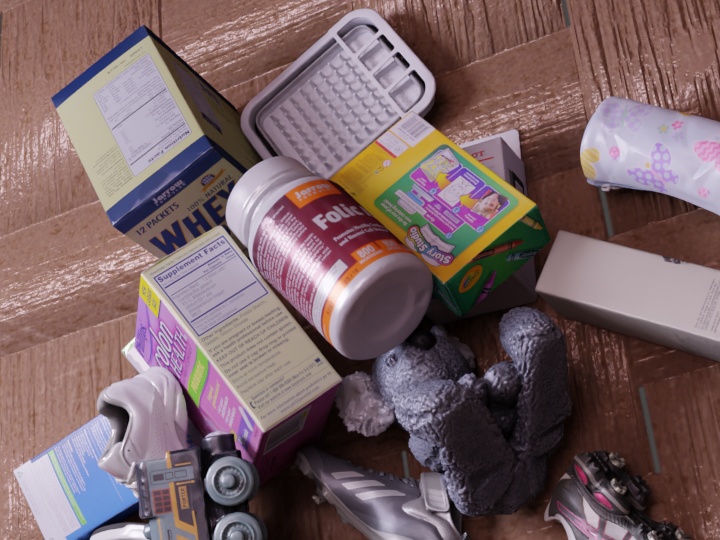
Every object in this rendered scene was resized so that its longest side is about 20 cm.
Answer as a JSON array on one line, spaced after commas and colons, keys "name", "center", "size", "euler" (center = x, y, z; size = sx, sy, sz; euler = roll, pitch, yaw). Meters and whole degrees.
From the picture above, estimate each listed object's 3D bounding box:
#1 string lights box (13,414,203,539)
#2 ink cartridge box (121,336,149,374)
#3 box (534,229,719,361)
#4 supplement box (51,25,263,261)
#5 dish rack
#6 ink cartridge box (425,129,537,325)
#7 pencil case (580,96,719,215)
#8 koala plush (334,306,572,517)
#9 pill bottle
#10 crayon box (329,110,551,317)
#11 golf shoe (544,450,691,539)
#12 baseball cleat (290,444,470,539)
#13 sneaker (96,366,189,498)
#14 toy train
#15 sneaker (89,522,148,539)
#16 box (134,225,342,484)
[{"name": "string lights box", "center": [-0.257, 0.205, 1.750], "size": [0.200, 0.059, 0.103], "euler": [-32, 77, 20]}, {"name": "ink cartridge box", "center": [-0.138, 0.109, 1.768], "size": [0.146, 0.048, 0.200], "euler": [-43, 77, 6]}, {"name": "box", "center": [0.271, 0.026, 1.555], "size": [0.200, 0.082, 0.068], "euler": [17, 78, 32]}, {"name": "supplement box", "center": [-0.198, -0.117, 1.807], "size": [0.134, 0.200, 0.200], "euler": [-37, 55, 9]}, {"name": "dish rack", "center": [-0.020, -0.174, 1.827], "size": [0.200, 0.044, 0.172], "euler": [-40, 56, 4]}, {"name": "ink cartridge box", "center": [0.107, -0.058, 1.691], "size": [0.116, 0.068, 0.200], "euler": [-15, 61, 22]}, {"name": "pencil case", "center": [0.309, -0.104, 1.591], "size": [0.200, 0.083, 0.091], "euler": [18, 76, 33]}, {"name": "koala plush", "center": [0.080, 0.123, 1.576], "size": [0.177, 0.184, 0.200], "euler": [-34, 37, -26]}, {"name": "pill bottle", "center": [-0.033, -0.017, 1.568], "size": [0.114, 0.114, 0.200], "euler": [-48, 54, 2]}, {"name": "crayon box", "center": [0.072, -0.058, 1.613], "size": [0.119, 0.058, 0.200], "euler": [-40, 50, -10]}, {"name": "golf shoe", "center": [0.243, 0.253, 1.485], "size": [0.088, 0.077, 0.200], "euler": [-54, 49, 23]}, {"name": "baseball cleat", "center": [0.026, 0.219, 1.624], "size": [0.106, 0.070, 0.200], "euler": [-42, 58, -11]}, {"name": "sneaker", "center": [-0.208, 0.198, 1.633], "size": [0.078, 0.099, 0.200], "euler": [-38, 70, 49]}, {"name": "toy train", "center": [-0.145, 0.253, 1.562], "size": [0.114, 0.085, 0.200], "euler": [-9, 84, 1]}, {"name": "sneaker", "center": [-0.200, 0.327, 1.684], "size": [0.200, 0.084, 0.121], "euler": [0, 59, 28]}, {"name": "box", "center": [-0.126, 0.090, 1.642], "size": [0.097, 0.176, 0.200], "euler": [-32, 74, -23]}]
